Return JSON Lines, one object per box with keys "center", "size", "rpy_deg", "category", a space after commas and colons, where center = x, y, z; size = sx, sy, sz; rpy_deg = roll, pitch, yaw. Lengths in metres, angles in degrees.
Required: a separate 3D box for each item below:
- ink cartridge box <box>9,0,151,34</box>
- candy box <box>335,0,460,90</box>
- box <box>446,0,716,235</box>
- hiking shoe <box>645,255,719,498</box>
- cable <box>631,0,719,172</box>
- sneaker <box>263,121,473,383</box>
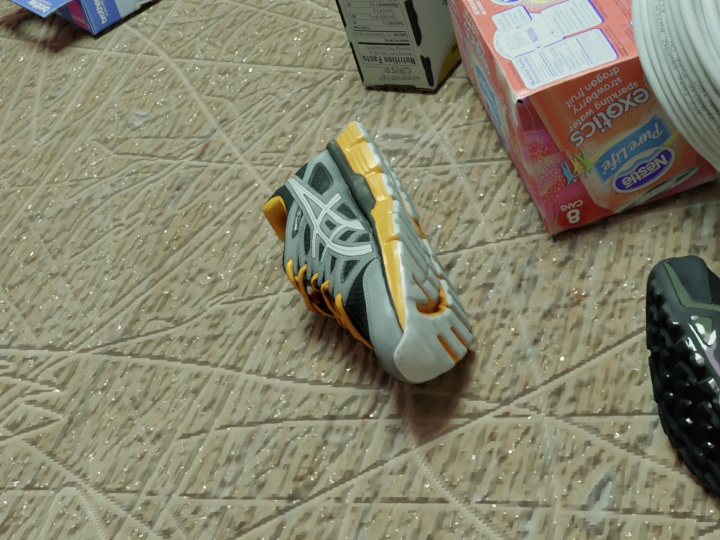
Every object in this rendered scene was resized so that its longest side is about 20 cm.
{"center": [-0.193, -0.250, 1.226], "size": [0.199, 0.042, 0.119], "rpy_deg": [-34, 39, -24], "category": "ink cartridge box"}
{"center": [0.030, -0.236, 0.969], "size": [0.061, 0.201, 0.137], "rpy_deg": [9, 45, 33], "category": "candy box"}
{"center": [0.118, -0.122, 0.872], "size": [0.102, 0.095, 0.200], "rpy_deg": [-19, 36, 0], "category": "box"}
{"center": [0.193, 0.060, 0.633], "size": [0.100, 0.076, 0.200], "rpy_deg": [-17, 44, -12], "category": "hiking shoe"}
{"center": [0.229, -0.132, 0.757], "size": [0.069, 0.199, 0.201], "rpy_deg": [-23, 44, 67], "category": "cable"}
{"center": [0.000, 0.000, 0.794], "size": [0.077, 0.078, 0.200], "rpy_deg": [-30, 32, 6], "category": "sneaker"}
